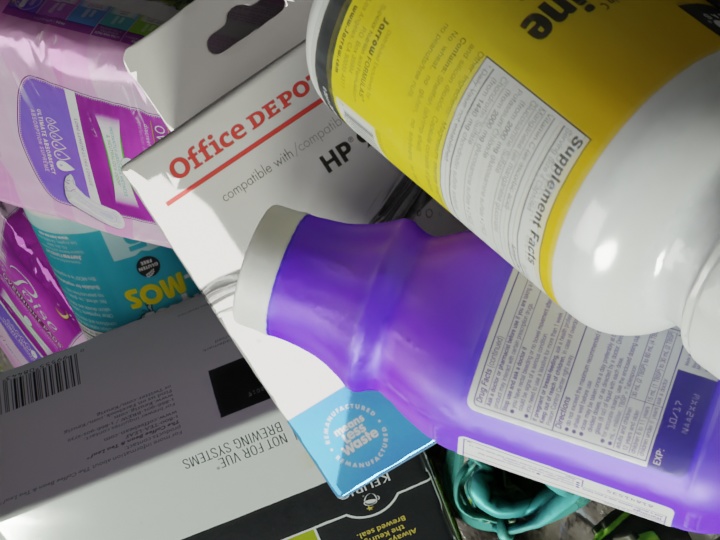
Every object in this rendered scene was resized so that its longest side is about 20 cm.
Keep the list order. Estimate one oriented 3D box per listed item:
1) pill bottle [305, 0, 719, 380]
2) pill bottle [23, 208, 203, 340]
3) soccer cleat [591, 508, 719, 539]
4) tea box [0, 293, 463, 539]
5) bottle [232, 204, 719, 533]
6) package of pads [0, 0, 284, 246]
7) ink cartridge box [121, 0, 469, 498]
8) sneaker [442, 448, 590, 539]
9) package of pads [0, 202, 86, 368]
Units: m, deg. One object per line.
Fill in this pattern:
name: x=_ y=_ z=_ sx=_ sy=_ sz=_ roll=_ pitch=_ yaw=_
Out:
pill bottle: x=0.082 y=-0.049 z=0.823 sx=0.200 sy=0.112 sz=0.112 roll=41 pitch=154 yaw=29
pill bottle: x=-0.098 y=0.003 z=1.260 sx=0.111 sy=0.111 sz=0.200 roll=24 pitch=143 yaw=52
soccer cleat: x=0.149 y=0.126 z=1.003 sx=0.084 sy=0.065 sz=0.200 roll=50 pitch=159 yaw=-6
tea box: x=-0.059 y=0.125 z=1.191 sx=0.134 sy=0.200 sz=0.197 roll=-111 pitch=0 yaw=-60
bottle: x=0.054 y=0.029 z=0.873 sx=0.200 sy=0.084 sz=0.065 roll=18 pitch=157 yaw=9
package of pads: x=-0.093 y=-0.073 z=1.088 sx=0.200 sy=0.076 sz=0.121 roll=16 pitch=140 yaw=23
ink cartridge box: x=-0.011 y=-0.027 z=0.955 sx=0.200 sy=0.116 sz=0.068 roll=56 pitch=-159 yaw=-2
sneaker: x=0.071 y=0.082 z=1.073 sx=0.078 sy=0.080 sz=0.200 roll=53 pitch=158 yaw=4
package of pads: x=-0.177 y=0.014 z=1.480 sx=0.121 sy=0.076 sz=0.200 roll=50 pitch=157 yaw=5
